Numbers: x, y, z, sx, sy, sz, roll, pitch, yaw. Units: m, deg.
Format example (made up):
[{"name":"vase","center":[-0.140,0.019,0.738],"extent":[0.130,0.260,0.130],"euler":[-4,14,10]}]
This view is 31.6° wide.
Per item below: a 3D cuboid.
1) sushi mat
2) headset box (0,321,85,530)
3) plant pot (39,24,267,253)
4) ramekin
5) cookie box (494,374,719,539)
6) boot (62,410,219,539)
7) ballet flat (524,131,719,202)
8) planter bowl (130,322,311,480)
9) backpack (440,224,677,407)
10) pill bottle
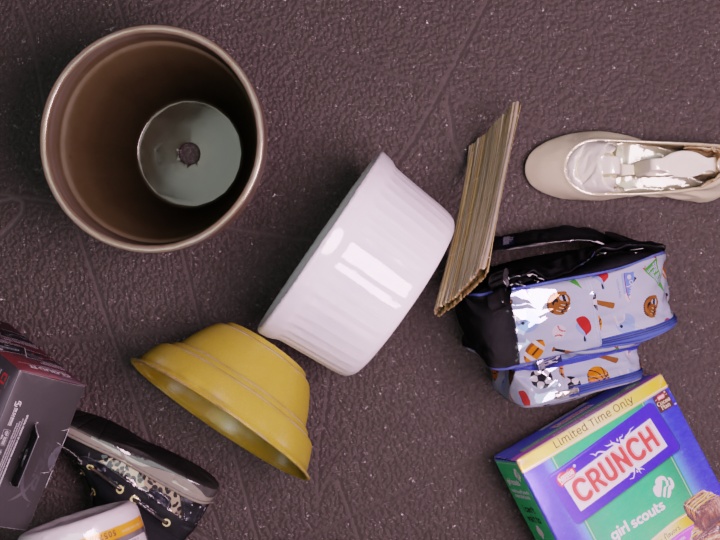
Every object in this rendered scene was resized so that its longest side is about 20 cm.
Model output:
[{"name":"sushi mat","center":[0.107,-0.057,1.157],"extent":[0.012,0.096,0.201],"euler":[25,54,-14]},{"name":"headset box","center":[-0.348,0.140,1.198],"extent":[0.200,0.075,0.149],"euler":[27,95,48]},{"name":"plant pot","center":[-0.175,-0.116,1.187],"extent":[0.199,0.174,0.201],"euler":[0,91,5]},{"name":"ramekin","center":[0.000,0.000,1.168],"extent":[0.098,0.200,0.201],"euler":[35,93,-4]},{"name":"cookie box","center":[0.246,0.223,1.185],"extent":[0.171,0.075,0.200],"euler":[-28,89,-15]},{"name":"boot","center":[-0.257,0.234,1.251],"extent":[0.203,0.073,0.154],"euler":[24,96,5]},{"name":"ballet flat","center":[0.257,-0.099,1.207],"extent":[0.199,0.069,0.070],"euler":[1,91,5]},{"name":"planter bowl","center":[-0.109,0.107,1.189],"extent":[0.200,0.200,0.084],"euler":[33,75,3]},{"name":"backpack","center":[0.190,0.038,1.160],"extent":[0.190,0.200,0.155],"euler":[-19,100,-5]},{"name":"pill bottle","center":[-0.232,0.321,1.158],"extent":[0.116,0.116,0.201],"euler":[-16,87,5]}]
